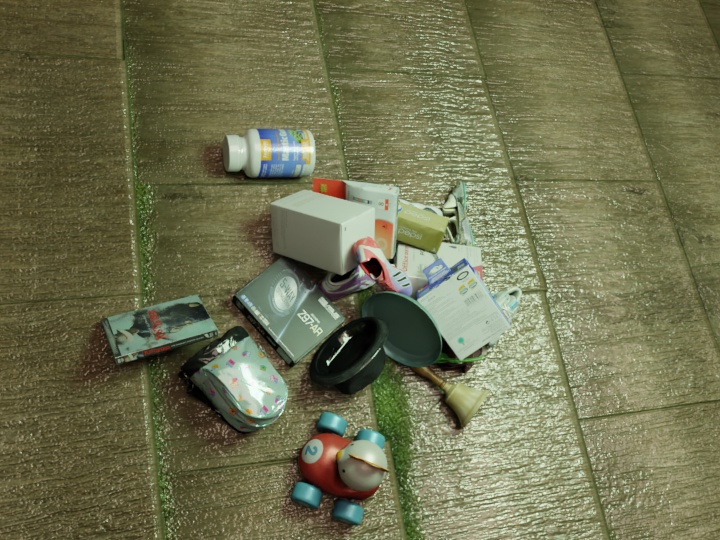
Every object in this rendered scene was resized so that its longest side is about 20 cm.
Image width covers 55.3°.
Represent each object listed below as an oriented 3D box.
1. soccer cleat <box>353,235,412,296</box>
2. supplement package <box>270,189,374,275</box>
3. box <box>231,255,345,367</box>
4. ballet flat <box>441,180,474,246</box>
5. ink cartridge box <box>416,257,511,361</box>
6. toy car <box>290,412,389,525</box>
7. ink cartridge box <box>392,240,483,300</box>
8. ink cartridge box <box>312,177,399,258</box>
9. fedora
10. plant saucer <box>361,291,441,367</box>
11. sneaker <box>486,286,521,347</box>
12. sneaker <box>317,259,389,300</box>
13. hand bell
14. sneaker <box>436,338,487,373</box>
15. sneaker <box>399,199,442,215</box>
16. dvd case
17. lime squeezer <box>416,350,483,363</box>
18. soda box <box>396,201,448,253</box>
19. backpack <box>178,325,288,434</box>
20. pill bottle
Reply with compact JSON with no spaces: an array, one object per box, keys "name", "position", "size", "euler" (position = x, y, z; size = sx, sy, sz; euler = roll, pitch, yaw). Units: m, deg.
[{"name":"soccer cleat","position":[0.048,0.010,1.446],"size":[0.200,0.066,0.077],"euler":[50,26,-38]},{"name":"supplement package","position":[-0.082,-0.086,1.491],"size":[0.199,0.120,0.121],"euler":[18,31,33]},{"name":"box","position":[-0.156,0.086,1.504],"size":[0.160,0.044,0.200],"euler":[-39,84,-28]},{"name":"ballet flat","position":[0.241,-0.138,1.730],"size":[0.072,0.072,0.201],"euler":[3,65,-18]},{"name":"ink cartridge box","position":[0.211,0.070,1.474],"size":[0.136,0.076,0.200],"euler":[-35,100,10]},{"name":"toy car","position":[-0.021,0.376,1.339],"size":[0.176,0.200,0.185],"euler":[25,61,-8]},{"name":"ink cartridge box","position":[0.174,0.007,1.581],"size":[0.199,0.083,0.147],"euler":[7,40,0]},{"name":"ink cartridge box","position":[-0.016,-0.118,1.539],"size":[0.199,0.163,0.050],"euler":[7,30,9]},{"name":"fedora","position":[-0.009,0.193,1.467],"size":[0.201,0.200,0.092],"euler":[-49,119,-29]},{"name":"plant saucer","position":[0.093,0.123,1.491],"size":[0.200,0.200,0.027],"euler":[43,51,2]},{"name":"sneaker","position":[0.329,0.098,1.613],"size":[0.075,0.087,0.200],"euler":[45,42,-9]},{"name":"sneaker","position":[0.000,0.001,1.557],"size":[0.200,0.114,0.073],"euler":[-31,79,-29]},{"name":"hand bell","position":[0.179,0.253,1.543],"size":[0.200,0.104,0.104],"euler":[35,60,12]},{"name":"sneaker","position":[0.192,0.156,1.583],"size":[0.200,0.076,0.116],"euler":[42,65,2]},{"name":"sneaker","position":[0.112,-0.104,1.662],"size":[0.199,0.075,0.116],"euler":[7,64,-20]},{"name":"dvd case","position":[-0.401,0.114,1.369],"size":[0.199,0.022,0.146],"euler":[-16,34,-23]},{"name":"lime squeezer","position":[0.173,0.181,1.547],"size":[0.199,0.038,0.071],"euler":[27,55,13]},{"name":"soda box","position":[0.097,-0.111,1.580],"size":[0.199,0.064,0.068],"euler":[19,36,6]},{"name":"backpack","position":[-0.240,0.226,1.368],"size":[0.167,0.127,0.200],"euler":[-36,86,-31]},{"name":"pill bottle","position":[-0.214,-0.273,1.598],"size":[0.199,0.112,0.113],"euler":[-4,69,-22]}]
